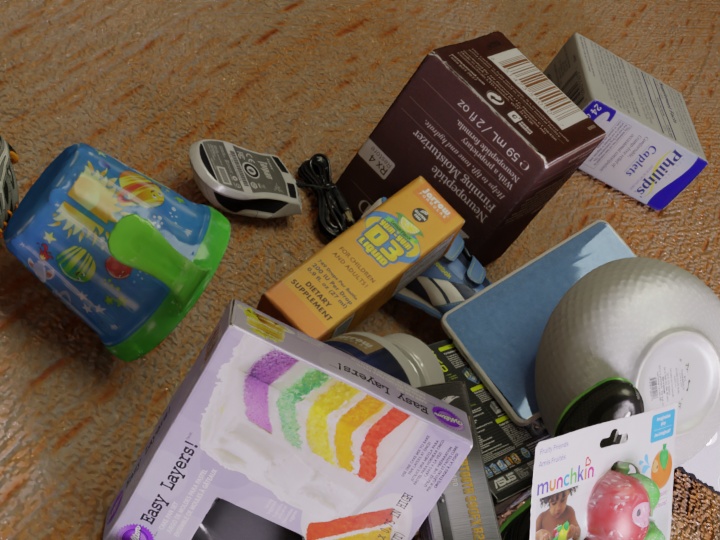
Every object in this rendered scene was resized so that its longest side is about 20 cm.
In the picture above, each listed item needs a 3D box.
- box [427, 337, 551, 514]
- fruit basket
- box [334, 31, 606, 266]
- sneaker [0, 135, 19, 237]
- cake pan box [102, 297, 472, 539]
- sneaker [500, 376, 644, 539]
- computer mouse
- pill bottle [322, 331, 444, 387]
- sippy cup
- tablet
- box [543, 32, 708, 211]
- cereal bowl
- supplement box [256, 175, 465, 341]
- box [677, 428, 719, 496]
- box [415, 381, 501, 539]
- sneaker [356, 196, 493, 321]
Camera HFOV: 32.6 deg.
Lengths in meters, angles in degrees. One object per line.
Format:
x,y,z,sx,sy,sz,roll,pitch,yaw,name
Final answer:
0.120,0.134,1.135,0.200,0.044,0.160,-13,58,-51,box
0.185,0.208,0.901,0.185,0.200,0.094,-5,16,-45,fruit basket
0.112,-0.113,1.278,0.166,0.200,0.164,45,34,11,box
-0.295,-0.046,0.931,0.077,0.078,0.200,37,35,-42,sneaker
-0.052,0.143,0.825,0.184,0.200,0.052,29,18,-11,cake pan box
0.182,0.182,1.006,0.077,0.200,0.084,31,-6,-17,sneaker
-0.093,-0.080,1.190,0.200,0.044,0.110,10,47,-45,computer mouse
-0.020,0.111,0.966,0.111,0.111,0.200,50,35,17,pill bottle
-0.188,-0.022,0.922,0.130,0.178,0.140,38,43,-22,sippy cup
0.189,0.045,1.150,0.200,0.014,0.130,-30,68,-16,tablet
0.357,-0.205,1.708,0.200,0.105,0.184,25,35,-19,box
0.259,0.092,1.093,0.200,0.200,0.083,20,1,-26,cereal bowl
0.000,0.000,1.089,0.067,0.069,0.200,45,59,11,supplement box
0.314,0.129,1.236,0.200,0.106,0.122,32,8,-8,box
0.073,0.208,0.903,0.048,0.159,0.200,-8,44,-1,box
0.080,-0.002,1.189,0.200,0.082,0.074,24,16,-2,sneaker
